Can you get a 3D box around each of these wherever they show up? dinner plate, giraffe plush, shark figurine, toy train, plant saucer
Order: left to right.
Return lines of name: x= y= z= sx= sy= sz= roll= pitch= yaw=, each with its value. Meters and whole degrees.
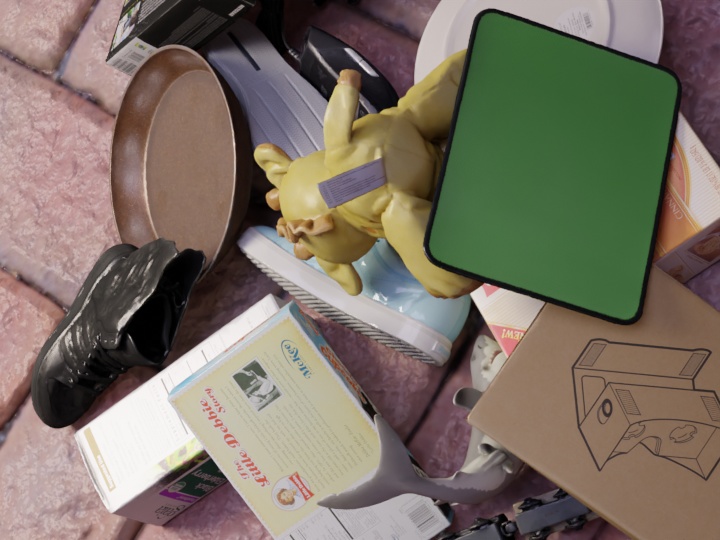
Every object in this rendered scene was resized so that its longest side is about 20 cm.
plant saucer: x=-0.143 y=-0.081 z=1.415 sx=0.200 sy=0.034 sz=0.201 roll=0 pitch=90 yaw=54
giraffe plush: x=0.013 y=-0.053 z=1.242 sx=0.162 sy=0.199 sz=0.173 roll=-20 pitch=77 yaw=56
shark figurine: x=0.072 y=0.142 z=1.234 sx=0.128 sy=0.214 sz=0.090 roll=45 pitch=127 yaw=8
dinner plate: x=0.126 y=-0.167 z=1.291 sx=0.200 sy=0.024 sz=0.201 roll=-11 pitch=64 yaw=24
toy train: x=0.144 y=0.170 z=1.241 sx=0.200 sy=0.046 sz=0.034 roll=-24 pitch=82 yaw=18

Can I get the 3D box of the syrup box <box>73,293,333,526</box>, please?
syrup box: x=-0.115 y=0.112 z=1.359 sx=0.200 sy=0.079 sz=0.082 roll=-36 pitch=63 yaw=11

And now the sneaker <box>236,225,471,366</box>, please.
sneaker: x=0.000 y=0.000 z=1.352 sx=0.200 sy=0.074 sz=0.082 roll=27 pitch=78 yaw=21

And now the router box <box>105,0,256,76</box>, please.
router box: x=-0.132 y=-0.254 z=1.426 sx=0.200 sy=0.051 sz=0.150 roll=-23 pitch=49 yaw=57

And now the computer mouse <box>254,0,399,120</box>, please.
computer mouse: x=-0.016 y=-0.176 z=1.384 sx=0.046 sy=0.141 sz=0.200 roll=-27 pitch=55 yaw=-24

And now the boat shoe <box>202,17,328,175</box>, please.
boat shoe: x=-0.067 y=-0.122 z=1.419 sx=0.072 sy=0.071 sz=0.200 roll=-22 pitch=56 yaw=-11

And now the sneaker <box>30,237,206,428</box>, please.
sneaker: x=-0.195 y=0.055 z=1.394 sx=0.104 sy=0.060 sz=0.200 roll=39 pitch=105 yaw=51

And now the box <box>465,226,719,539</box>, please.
box: x=0.198 y=0.094 z=1.191 sx=0.200 sy=0.021 sz=0.164 roll=35 pitch=82 yaw=1

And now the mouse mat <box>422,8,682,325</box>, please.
mouse mat: x=0.135 y=-0.073 z=1.194 sx=0.160 sy=0.008 sz=0.201 roll=18 pitch=70 yaw=-10

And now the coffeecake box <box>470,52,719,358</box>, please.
coffeecake box: x=0.165 y=-0.041 z=1.280 sx=0.200 sy=0.073 sz=0.154 roll=-35 pitch=63 yaw=12

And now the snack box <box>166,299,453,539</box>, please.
snack box: x=-0.036 y=0.136 z=1.282 sx=0.116 sy=0.037 sz=0.200 roll=-35 pitch=96 yaw=11

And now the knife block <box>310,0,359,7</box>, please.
knife block: x=0.005 y=-0.319 z=1.447 sx=0.175 sy=0.064 sz=0.201 roll=6 pitch=77 yaw=26
